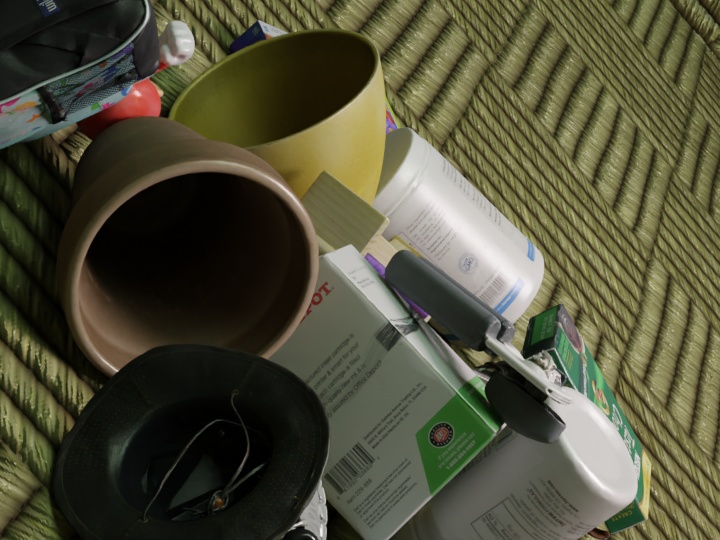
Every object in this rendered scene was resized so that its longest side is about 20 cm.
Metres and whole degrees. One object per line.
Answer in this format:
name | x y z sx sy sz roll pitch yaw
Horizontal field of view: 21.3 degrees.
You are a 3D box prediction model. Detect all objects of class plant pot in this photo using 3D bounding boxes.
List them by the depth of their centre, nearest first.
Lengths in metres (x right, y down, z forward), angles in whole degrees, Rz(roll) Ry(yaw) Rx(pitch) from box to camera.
plant pot | -0.149 -0.032 1.487 0.200 0.200 0.175 34 12 -33
plant pot | -0.058 -0.107 1.739 0.201 0.199 0.143 -86 160 -55

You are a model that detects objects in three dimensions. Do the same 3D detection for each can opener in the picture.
can opener | 0.091 0.056 1.526 0.200 0.067 0.053 43 10 31

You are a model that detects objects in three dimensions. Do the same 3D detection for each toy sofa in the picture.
toy sofa | 0.000 0.000 1.693 0.083 0.098 0.200 38 -1 27

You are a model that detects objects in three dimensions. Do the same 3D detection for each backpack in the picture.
backpack | -0.271 -0.183 1.448 0.178 0.199 0.151 57 -17 17

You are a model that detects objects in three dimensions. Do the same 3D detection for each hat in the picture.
hat | -0.110 0.146 1.346 0.081 0.199 0.201 70 4 -50

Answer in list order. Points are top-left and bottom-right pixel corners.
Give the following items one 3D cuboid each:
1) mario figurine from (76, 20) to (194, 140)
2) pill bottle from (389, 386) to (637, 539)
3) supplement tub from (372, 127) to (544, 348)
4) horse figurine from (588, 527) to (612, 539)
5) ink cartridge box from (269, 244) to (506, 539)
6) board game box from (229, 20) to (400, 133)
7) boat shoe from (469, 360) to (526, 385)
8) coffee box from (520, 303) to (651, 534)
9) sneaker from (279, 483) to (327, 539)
mario figurine | -0.212 -0.184 1.593 0.106 0.124 0.200 32 15 -26
pill bottle | 0.123 0.195 1.605 0.114 0.200 0.115 39 28 -26
supplement tub | 0.074 -0.030 1.897 0.200 0.132 0.132 43 27 -20
horse figurine | 0.157 0.213 1.819 0.199 0.050 0.133 23 44 -43
ink cartridge box | 0.002 0.099 1.553 0.200 0.146 0.084 47 17 6
board game box | -0.036 -0.169 1.987 0.200 0.045 0.135 16 43 -52
boat shoe | 0.131 0.118 1.849 0.201 0.071 0.066 34 70 -44
coffee box | 0.222 0.143 1.868 0.201 0.044 0.123 61 19 -13
sneaker | -0.051 0.184 1.386 0.116 0.075 0.201 107 -30 -67
